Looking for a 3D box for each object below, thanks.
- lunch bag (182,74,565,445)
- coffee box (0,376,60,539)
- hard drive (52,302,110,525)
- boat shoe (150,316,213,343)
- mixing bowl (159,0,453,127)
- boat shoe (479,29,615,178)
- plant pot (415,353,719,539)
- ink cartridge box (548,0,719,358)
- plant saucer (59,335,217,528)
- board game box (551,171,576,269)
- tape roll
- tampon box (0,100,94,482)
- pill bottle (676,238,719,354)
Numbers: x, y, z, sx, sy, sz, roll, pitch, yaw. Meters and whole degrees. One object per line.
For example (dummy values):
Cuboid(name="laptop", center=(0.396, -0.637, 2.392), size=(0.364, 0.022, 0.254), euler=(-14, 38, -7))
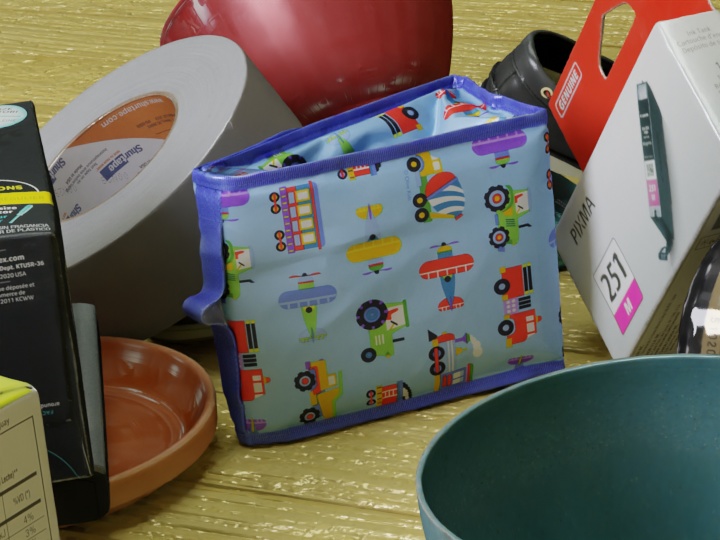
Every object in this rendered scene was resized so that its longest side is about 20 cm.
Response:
Cuboid(name="lunch bag", center=(0.000, 0.000, 1.474), size=(0.199, 0.151, 0.094), euler=(-18, 25, -27))
Cuboid(name="coffee box", center=(-0.251, 0.151, 1.110), size=(0.199, 0.199, 0.200), euler=(11, 28, 36))
Cuboid(name="hard drive", center=(-0.199, 0.076, 1.413), size=(0.139, 0.033, 0.200), euler=(-8, 22, -4))
Cuboid(name="boat shoe", center=(-0.085, -0.018, 1.653), size=(0.073, 0.065, 0.200), euler=(-1, 23, 11))
Cuboid(name="mixing bowl", center=(-0.018, -0.131, 1.795), size=(0.199, 0.200, 0.109), euler=(-14, 68, -19))
Cuboid(name="boat shoe", center=(0.165, -0.082, 1.649), size=(0.201, 0.063, 0.074), euler=(20, 43, -25))
Cuboid(name="plant pot", center=(0.127, 0.136, 1.132), size=(0.199, 0.135, 0.200), euler=(-5, 22, 2))
Cuboid(name="ink cartridge box", center=(0.144, -0.072, 1.466), size=(0.043, 0.200, 0.174), euler=(-15, 62, -22))
Cuboid(name="plant saucer", center=(-0.173, 0.088, 1.462), size=(0.199, 0.032, 0.200), euler=(-5, 23, 2))
Cuboid(name="board game box", center=(0.057, -0.039, 1.714), size=(0.135, 0.028, 0.200), euler=(-14, 24, -18))
Cuboid(name="tape roll", center=(-0.128, -0.043, 1.604), size=(0.200, 0.066, 0.201), euler=(-29, 30, 19))
Cuboid(name="tampon box", center=(-0.217, 0.013, 1.359), size=(0.149, 0.127, 0.200), euler=(-9, 23, -8))
Cuboid(name="pill bottle", center=(0.263, 0.044, 1.351), size=(0.199, 0.112, 0.112), euler=(9, 26, 31))
